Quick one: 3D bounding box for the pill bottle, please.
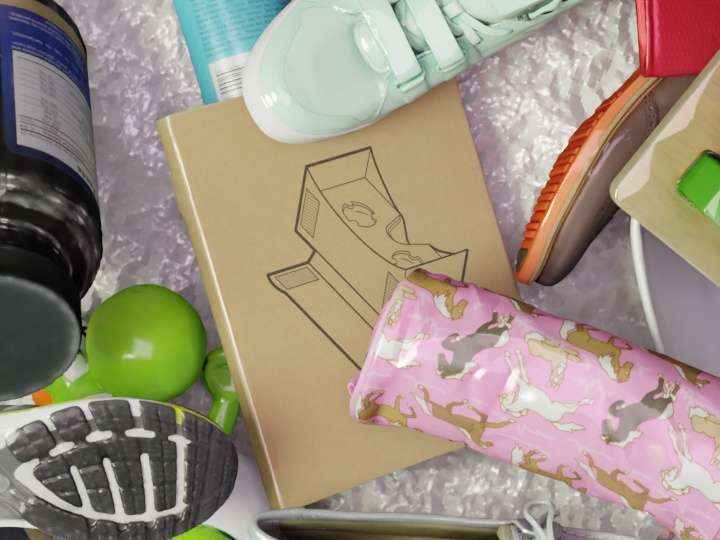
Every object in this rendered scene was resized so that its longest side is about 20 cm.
[{"bbox_3d":[-0.181,-0.038,1.322,0.112,0.112,0.200,-11,46,1],"label":"pill bottle"}]

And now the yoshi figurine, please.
[{"bbox_3d":[-0.081,0.086,1.376,0.112,0.112,0.200,-44,87,-6],"label":"yoshi figurine"}]

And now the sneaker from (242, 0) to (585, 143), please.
[{"bbox_3d":[0.039,-0.131,1.328,0.200,0.118,0.074,-31,94,-23],"label":"sneaker"}]

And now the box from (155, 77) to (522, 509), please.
[{"bbox_3d":[0.000,0.000,1.373,0.163,0.021,0.200,-18,92,-27],"label":"box"}]

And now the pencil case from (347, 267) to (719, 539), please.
[{"bbox_3d":[0.095,0.066,1.312,0.200,0.083,0.087,22,94,8],"label":"pencil case"}]

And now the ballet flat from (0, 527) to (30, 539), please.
[{"bbox_3d":[-0.168,0.192,1.318,0.073,0.073,0.200,-22,89,1],"label":"ballet flat"}]

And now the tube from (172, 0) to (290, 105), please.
[{"bbox_3d":[-0.069,-0.152,1.402,0.077,0.050,0.200,-13,87,-19],"label":"tube"}]

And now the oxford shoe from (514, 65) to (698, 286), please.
[{"bbox_3d":[0.151,-0.066,1.385,0.073,0.071,0.200,36,91,-4],"label":"oxford shoe"}]

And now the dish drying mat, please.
[{"bbox_3d":[0.228,-0.138,1.370,0.200,0.018,0.077,-4,90,-21],"label":"dish drying mat"}]

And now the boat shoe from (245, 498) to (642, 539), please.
[{"bbox_3d":[0.046,0.143,1.297,0.202,0.074,0.065,2,130,5],"label":"boat shoe"}]

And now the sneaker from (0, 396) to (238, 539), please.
[{"bbox_3d":[-0.157,0.088,1.296,0.200,0.081,0.074,0,101,-6],"label":"sneaker"}]

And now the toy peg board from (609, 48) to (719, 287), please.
[{"bbox_3d":[0.257,-0.045,1.273,0.200,0.098,0.199,38,96,-9],"label":"toy peg board"}]

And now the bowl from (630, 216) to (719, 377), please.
[{"bbox_3d":[0.239,0.014,1.368,0.200,0.075,0.200,-19,100,0],"label":"bowl"}]

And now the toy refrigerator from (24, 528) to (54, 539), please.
[{"bbox_3d":[-0.155,0.181,1.389,0.200,0.076,0.070,34,91,1],"label":"toy refrigerator"}]
